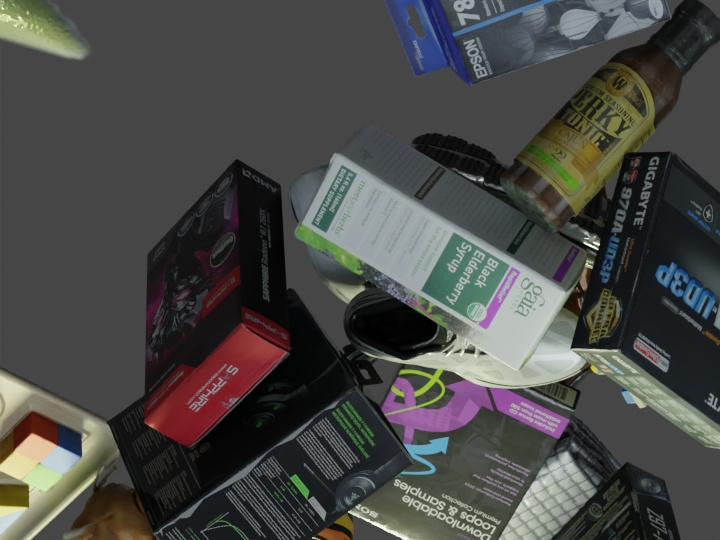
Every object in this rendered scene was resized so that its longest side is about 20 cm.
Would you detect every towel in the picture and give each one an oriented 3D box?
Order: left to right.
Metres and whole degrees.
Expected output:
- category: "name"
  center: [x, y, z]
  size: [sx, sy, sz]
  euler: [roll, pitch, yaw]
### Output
- category: "towel"
  center: [0.170, 0.228, 1.870]
  size: [0.165, 0.086, 0.200]
  euler: [-32, 123, 19]

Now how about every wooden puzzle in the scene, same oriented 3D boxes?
- category: "wooden puzzle"
  center: [-0.333, 0.161, 1.798]
  size: [0.200, 0.046, 0.185]
  euler: [33, 120, -27]

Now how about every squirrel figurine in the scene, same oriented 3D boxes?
- category: "squirrel figurine"
  center: [-0.153, 0.215, 1.756]
  size: [0.186, 0.200, 0.142]
  euler: [-27, 134, 2]

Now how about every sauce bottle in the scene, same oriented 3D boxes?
- category: "sauce bottle"
  center: [0.189, -0.119, 1.554]
  size: [0.200, 0.065, 0.065]
  euler: [-48, 123, -5]

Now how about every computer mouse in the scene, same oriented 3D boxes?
- category: "computer mouse"
  center: [0.000, 0.000, 1.692]
  size: [0.109, 0.044, 0.200]
  euler: [-20, 128, 13]

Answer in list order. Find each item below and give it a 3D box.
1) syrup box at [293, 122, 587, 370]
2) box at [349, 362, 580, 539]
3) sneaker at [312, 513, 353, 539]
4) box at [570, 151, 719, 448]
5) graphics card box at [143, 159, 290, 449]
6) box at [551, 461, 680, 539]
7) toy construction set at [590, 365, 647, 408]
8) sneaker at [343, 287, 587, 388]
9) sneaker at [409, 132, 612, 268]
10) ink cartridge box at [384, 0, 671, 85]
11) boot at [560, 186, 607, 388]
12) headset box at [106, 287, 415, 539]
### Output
- category: "syrup box"
  center: [0.062, -0.019, 1.567]
  size: [0.200, 0.081, 0.079]
  euler: [32, 119, 6]
- category: "box"
  center: [0.077, 0.149, 1.750]
  size: [0.143, 0.036, 0.200]
  euler: [26, 124, 0]
- category: "sneaker"
  center: [-0.099, 0.253, 1.863]
  size: [0.200, 0.090, 0.070]
  euler: [-21, 128, 12]
- category: "box"
  center: [0.245, 0.025, 1.559]
  size: [0.046, 0.159, 0.200]
  euler: [1, 156, 43]
- category: "graphics card box"
  center: [-0.111, 0.023, 1.602]
  size: [0.051, 0.200, 0.125]
  euler: [30, 123, -25]
- category: "box"
  center: [0.191, 0.283, 1.760]
  size: [0.043, 0.160, 0.200]
  euler: [27, 119, -22]
- category: "toy construction set"
  center: [0.263, 0.031, 1.671]
  size: [0.092, 0.131, 0.200]
  euler: [-19, 173, 43]
- category: "sneaker"
  center: [0.084, 0.057, 1.625]
  size: [0.200, 0.115, 0.076]
  euler: [6, 94, 2]
- category: "sneaker"
  center: [0.123, -0.036, 1.626]
  size: [0.200, 0.074, 0.080]
  euler: [23, 116, 9]
- category: "ink cartridge box"
  center: [0.120, -0.200, 1.540]
  size: [0.200, 0.039, 0.100]
  euler: [-18, 129, 11]
- category: "boot"
  center: [0.139, 0.024, 1.708]
  size: [0.188, 0.069, 0.200]
  euler: [-19, 126, 15]
- category: "headset box"
  center: [-0.075, 0.128, 1.614]
  size: [0.200, 0.174, 0.093]
  euler: [-37, 121, -1]
